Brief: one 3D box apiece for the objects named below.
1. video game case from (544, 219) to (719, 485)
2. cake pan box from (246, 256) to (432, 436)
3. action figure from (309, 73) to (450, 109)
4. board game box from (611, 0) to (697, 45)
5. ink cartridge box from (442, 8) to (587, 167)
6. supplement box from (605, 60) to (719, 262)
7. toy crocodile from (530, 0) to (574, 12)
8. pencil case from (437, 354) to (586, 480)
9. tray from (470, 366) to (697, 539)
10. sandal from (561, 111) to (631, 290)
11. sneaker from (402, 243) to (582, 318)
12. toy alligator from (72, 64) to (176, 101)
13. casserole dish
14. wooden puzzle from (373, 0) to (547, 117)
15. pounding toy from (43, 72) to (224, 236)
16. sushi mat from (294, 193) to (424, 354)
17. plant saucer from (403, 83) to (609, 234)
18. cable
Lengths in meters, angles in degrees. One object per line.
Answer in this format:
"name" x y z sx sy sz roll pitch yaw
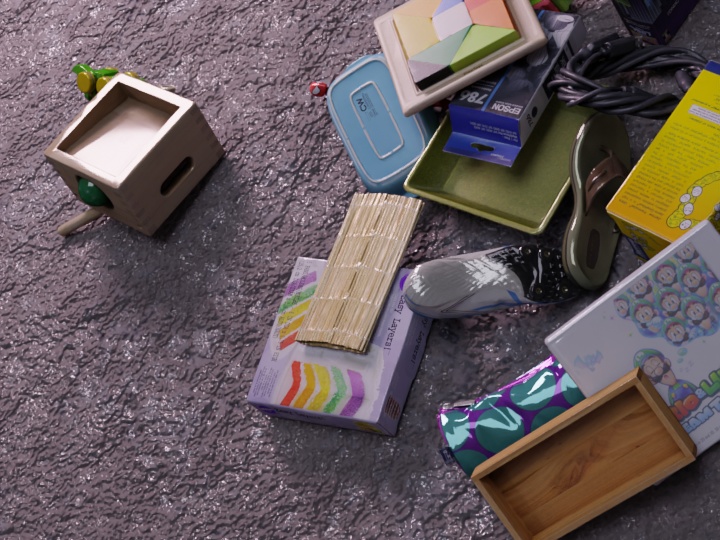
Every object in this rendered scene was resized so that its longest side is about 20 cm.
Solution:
"video game case" 0.314 0.082 1.416 0.200 0.024 0.182 -38 92 7
"cake pan box" -0.017 0.081 1.659 0.184 0.052 0.200 8 67 31
"action figure" 0.022 -0.230 1.817 0.200 0.052 0.066 1 69 32
"board game box" 0.354 -0.382 1.633 0.057 0.165 0.200 30 81 40
"ink cartridge box" 0.173 -0.216 1.660 0.099 0.039 0.200 16 66 34
"supplement box" 0.367 -0.097 1.501 0.109 0.109 0.200 30 82 38
"toy crocodile" 0.187 -0.313 1.754 0.200 0.068 0.062 -20 56 21
"pencil case" 0.175 0.140 1.490 0.200 0.093 0.085 -31 8 10
"tray" 0.218 0.188 1.417 0.200 0.037 0.099 -35 93 22
"sandal" 0.268 -0.076 1.562 0.057 0.080 0.201 -18 60 56
"sneaker" 0.146 0.014 1.582 0.200 0.072 0.072 -5 78 2
"toy alligator" -0.335 -0.248 2.029 0.200 0.059 0.054 18 115 34
"casserole dish" 0.027 -0.179 1.753 0.121 0.039 0.200 -31 69 17
"wooden puzzle" 0.111 -0.287 1.701 0.185 0.037 0.200 -27 44 13
"pounding toy" -0.313 -0.132 1.913 0.184 0.142 0.200 25 67 37
"sushi mat" 0.000 0.000 1.657 0.096 0.012 0.200 8 67 35
"plant saucer" 0.181 -0.138 1.667 0.200 0.048 0.200 21 73 37
"cable" 0.301 -0.202 1.580 0.163 0.051 0.200 31 39 30
